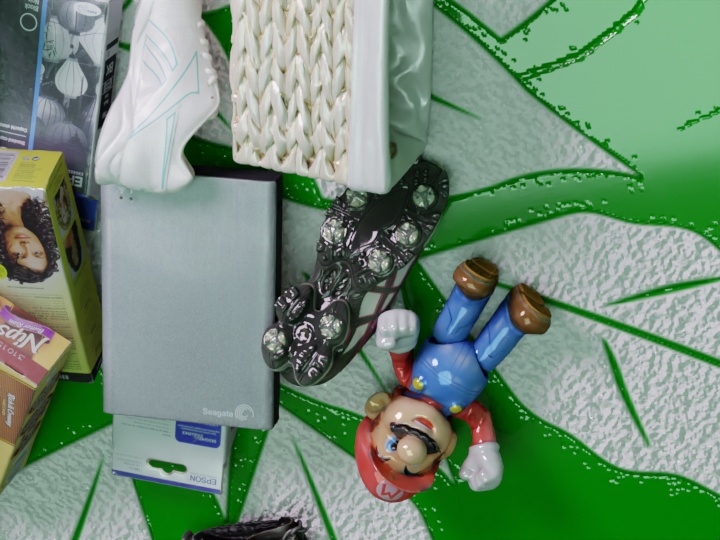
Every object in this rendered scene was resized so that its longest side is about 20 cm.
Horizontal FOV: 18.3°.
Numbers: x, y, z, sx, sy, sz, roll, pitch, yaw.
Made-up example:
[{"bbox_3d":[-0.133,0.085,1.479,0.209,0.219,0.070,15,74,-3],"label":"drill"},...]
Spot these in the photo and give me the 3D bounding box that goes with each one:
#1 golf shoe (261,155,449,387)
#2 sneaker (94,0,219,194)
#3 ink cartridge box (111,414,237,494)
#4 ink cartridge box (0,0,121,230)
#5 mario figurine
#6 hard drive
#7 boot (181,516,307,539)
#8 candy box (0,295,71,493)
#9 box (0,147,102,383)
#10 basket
[{"bbox_3d":[0.000,0.000,1.711,0.077,0.088,0.200,38,93,19],"label":"golf shoe"},{"bbox_3d":[-0.137,-0.153,1.672,0.080,0.070,0.201,15,94,1],"label":"sneaker"},{"bbox_3d":[-0.146,0.076,1.792,0.099,0.039,0.201,10,111,10],"label":"ink cartridge box"},{"bbox_3d":[-0.244,-0.127,1.732,0.099,0.039,0.201,12,114,9],"label":"ink cartridge box"},{"bbox_3d":[0.063,0.097,1.706,0.123,0.106,0.200,41,111,30],"label":"mario figurine"},{"bbox_3d":[-0.130,0.019,1.728,0.139,0.033,0.201,5,108,12],"label":"hard drive"},{"bbox_3d":[-0.043,0.284,1.829,0.199,0.069,0.175,-2,110,18],"label":"boot"},{"bbox_3d":[-0.308,0.093,1.785,0.116,0.057,0.200,33,144,2],"label":"candy box"},{"bbox_3d":[-0.253,-0.002,1.749,0.075,0.050,0.201,3,132,14],"label":"box"},{"bbox_3d":[-0.021,-0.171,1.612,0.123,0.136,0.201,6,111,15],"label":"basket"}]
